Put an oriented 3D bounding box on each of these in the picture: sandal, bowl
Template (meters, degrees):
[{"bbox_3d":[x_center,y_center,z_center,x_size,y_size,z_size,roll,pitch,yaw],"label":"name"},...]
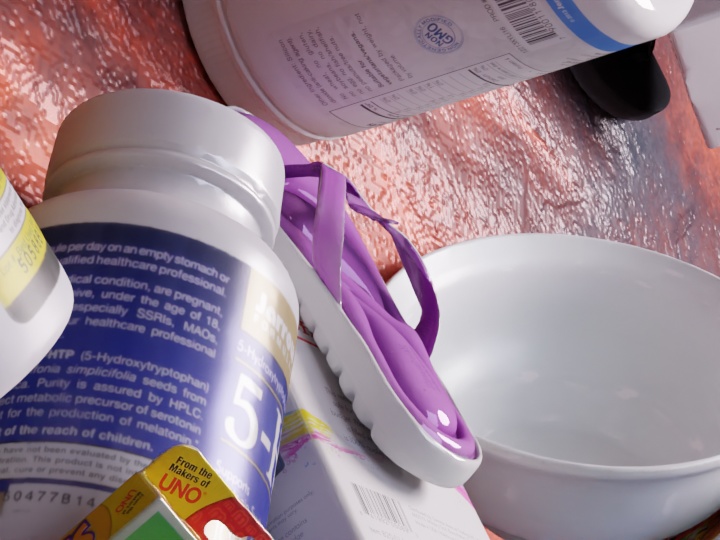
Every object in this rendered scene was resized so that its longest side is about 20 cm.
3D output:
[{"bbox_3d":[0.004,0.002,0.979,0.082,0.050,0.203,24,29,-55],"label":"sandal"},{"bbox_3d":[0.129,-0.172,1.344,0.200,0.043,0.076,62,35,-20],"label":"sandal"},{"bbox_3d":[0.098,0.069,1.105,0.201,0.201,0.091,-45,148,-54],"label":"bowl"}]

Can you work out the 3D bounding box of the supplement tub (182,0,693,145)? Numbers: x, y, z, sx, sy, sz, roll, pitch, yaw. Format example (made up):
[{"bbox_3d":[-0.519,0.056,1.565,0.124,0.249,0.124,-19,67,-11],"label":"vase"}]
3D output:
[{"bbox_3d":[0.035,-0.140,1.045,0.132,0.200,0.132,27,57,-50],"label":"supplement tub"}]

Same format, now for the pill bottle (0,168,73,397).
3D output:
[{"bbox_3d":[-0.185,-0.043,0.754,0.200,0.111,0.111,61,35,-22],"label":"pill bottle"}]

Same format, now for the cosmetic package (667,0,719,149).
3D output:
[{"bbox_3d":[0.200,-0.179,1.363,0.102,0.071,0.200,61,16,-46],"label":"cosmetic package"}]

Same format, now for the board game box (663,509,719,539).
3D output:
[{"bbox_3d":[0.149,0.143,1.106,0.035,0.200,0.126,47,36,-4],"label":"board game box"}]

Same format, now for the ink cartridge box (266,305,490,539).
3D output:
[{"bbox_3d":[-0.016,0.083,0.960,0.117,0.067,0.200,30,27,-48],"label":"ink cartridge box"}]

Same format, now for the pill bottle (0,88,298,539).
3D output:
[{"bbox_3d":[-0.085,0.040,0.865,0.120,0.120,0.200,41,46,-41],"label":"pill bottle"}]

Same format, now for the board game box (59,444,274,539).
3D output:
[{"bbox_3d":[-0.103,0.151,0.760,0.200,0.030,0.096,-42,121,-8],"label":"board game box"}]
